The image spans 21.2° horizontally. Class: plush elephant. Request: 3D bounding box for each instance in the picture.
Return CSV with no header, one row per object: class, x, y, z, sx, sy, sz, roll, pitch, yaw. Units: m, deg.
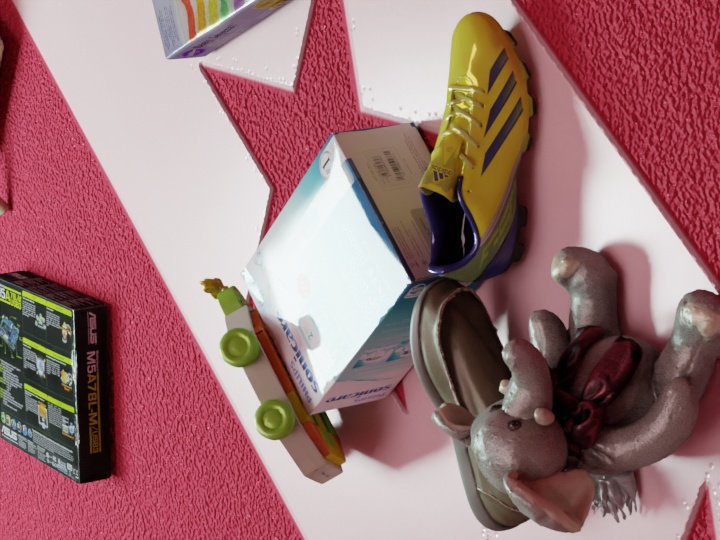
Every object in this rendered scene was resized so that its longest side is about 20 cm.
plush elephant,0.137,0.093,1.315,0.165,0.155,0.200,32,123,47

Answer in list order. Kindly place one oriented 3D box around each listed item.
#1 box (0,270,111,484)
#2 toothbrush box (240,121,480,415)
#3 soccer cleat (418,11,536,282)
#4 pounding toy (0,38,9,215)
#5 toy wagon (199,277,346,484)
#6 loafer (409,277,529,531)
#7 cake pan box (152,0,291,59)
box,-0.334,0.112,2.079,0.200,0.048,0.193,16,109,53
toothbrush box,0.000,0.000,1.549,0.146,0.085,0.200,63,143,23
soccer cleat,0.080,-0.088,1.416,0.065,0.084,0.200,14,109,53
pounding toy,-0.474,-0.181,2.111,0.142,0.184,0.200,60,141,45
toy wagon,-0.076,0.086,1.635,0.200,0.040,0.155,63,-175,17
loafer,0.100,0.097,1.442,0.070,0.075,0.200,-11,103,49
cake pan box,-0.132,-0.306,1.693,0.184,0.052,0.200,-18,83,52
